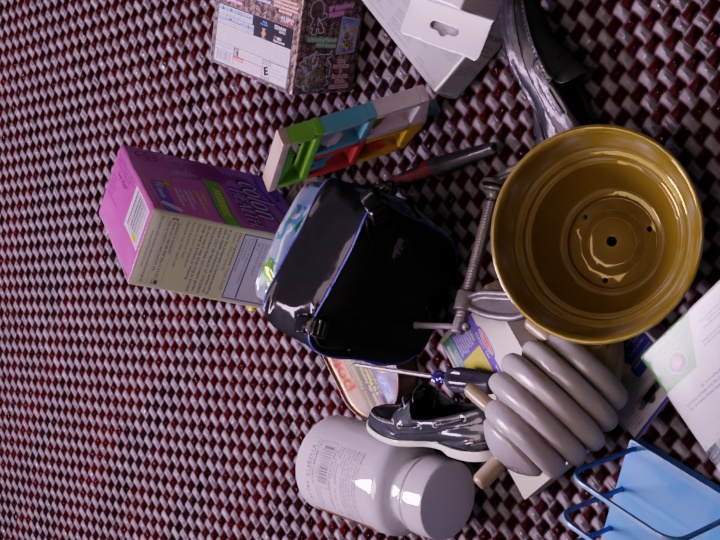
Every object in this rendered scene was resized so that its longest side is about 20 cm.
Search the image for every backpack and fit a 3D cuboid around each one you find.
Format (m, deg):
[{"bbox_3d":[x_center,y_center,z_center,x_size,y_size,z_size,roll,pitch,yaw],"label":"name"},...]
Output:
[{"bbox_3d":[0.000,0.000,1.484,0.147,0.199,0.184,31,98,41],"label":"backpack"}]

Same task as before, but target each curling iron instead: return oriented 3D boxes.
[{"bbox_3d":[0.078,-0.103,1.506,0.199,0.026,0.050,-19,43,44],"label":"curling iron"}]

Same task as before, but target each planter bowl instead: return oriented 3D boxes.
[{"bbox_3d":[0.228,-0.030,1.293,0.199,0.083,0.202,-2,85,22],"label":"planter bowl"}]

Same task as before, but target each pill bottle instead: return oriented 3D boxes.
[{"bbox_3d":[0.029,0.239,1.567,0.199,0.114,0.115,10,105,46],"label":"pill bottle"}]

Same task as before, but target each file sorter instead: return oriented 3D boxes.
[{"bbox_3d":[0.260,0.290,1.317,0.138,0.122,0.202,31,119,39],"label":"file sorter"}]

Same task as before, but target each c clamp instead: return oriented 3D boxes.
[{"bbox_3d":[0.138,-0.025,1.405,0.170,0.027,0.202,10,78,50],"label":"c clamp"}]

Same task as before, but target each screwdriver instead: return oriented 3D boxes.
[{"bbox_3d":[0.068,0.114,1.499,0.199,0.029,0.028,3,72,46],"label":"screwdriver"}]

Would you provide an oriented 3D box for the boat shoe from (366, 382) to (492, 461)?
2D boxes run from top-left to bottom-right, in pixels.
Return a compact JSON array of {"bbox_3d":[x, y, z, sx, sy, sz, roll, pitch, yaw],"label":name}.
[{"bbox_3d":[0.077,0.156,1.496,0.199,0.074,0.067,10,114,53],"label":"boat shoe"}]

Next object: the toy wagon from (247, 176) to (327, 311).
[{"bbox_3d":[-0.084,-0.024,1.665,0.200,0.039,0.156,-55,36,40],"label":"toy wagon"}]

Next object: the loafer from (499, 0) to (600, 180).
[{"bbox_3d":[0.193,-0.186,1.341,0.070,0.068,0.202,-21,85,37],"label":"loafer"}]

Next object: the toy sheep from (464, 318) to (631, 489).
[{"bbox_3d":[0.177,0.128,1.310,0.200,0.138,0.138,-50,55,0],"label":"toy sheep"}]

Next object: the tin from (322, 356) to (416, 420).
[{"bbox_3d":[-0.002,0.081,1.628,0.112,0.042,0.201,-42,66,39],"label":"tin"}]

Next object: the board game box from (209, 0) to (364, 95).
[{"bbox_3d":[-0.081,-0.321,1.590,0.159,0.096,0.202,28,117,41],"label":"board game box"}]

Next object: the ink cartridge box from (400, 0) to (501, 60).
[{"bbox_3d":[0.094,-0.325,1.377,0.117,0.067,0.202,26,102,35],"label":"ink cartridge box"}]

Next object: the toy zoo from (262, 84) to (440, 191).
[{"bbox_3d":[-0.004,-0.145,1.477,0.131,0.199,0.021,121,128,-68],"label":"toy zoo"}]

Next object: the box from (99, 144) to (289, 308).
[{"bbox_3d":[-0.183,-0.050,1.602,0.097,0.199,0.176,-66,30,20],"label":"box"}]

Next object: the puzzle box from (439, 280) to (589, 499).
[{"bbox_3d":[0.161,0.125,1.443,0.201,0.025,0.133,62,150,18],"label":"puzzle box"}]

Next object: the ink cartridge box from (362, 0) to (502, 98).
[{"bbox_3d":[0.108,-0.308,1.438,0.200,0.047,0.161,-47,62,24],"label":"ink cartridge box"}]

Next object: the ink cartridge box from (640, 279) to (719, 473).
[{"bbox_3d":[0.362,0.109,1.195,0.147,0.083,0.201,-51,60,40],"label":"ink cartridge box"}]

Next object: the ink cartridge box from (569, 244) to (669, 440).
[{"bbox_3d":[0.240,0.061,1.357,0.200,0.037,0.095,53,131,30],"label":"ink cartridge box"}]
